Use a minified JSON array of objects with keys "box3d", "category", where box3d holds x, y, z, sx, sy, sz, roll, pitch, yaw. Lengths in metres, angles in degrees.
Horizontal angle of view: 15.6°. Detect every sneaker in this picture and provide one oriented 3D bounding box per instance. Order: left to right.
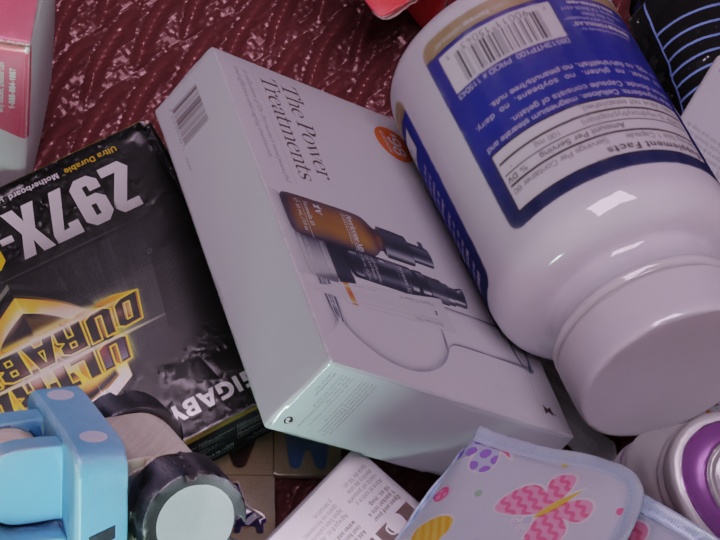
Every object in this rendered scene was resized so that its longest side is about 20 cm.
[{"box3d":[0.173,-0.099,1.341,0.078,0.070,0.200,4,64,8],"category":"sneaker"},{"box3d":[0.188,0.138,1.145,0.075,0.100,0.200,-45,103,-23],"category":"sneaker"}]

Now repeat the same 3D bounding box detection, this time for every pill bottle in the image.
[{"box3d":[0.102,-0.029,1.201,0.120,0.120,0.200,-15,55,-13],"category":"pill bottle"}]

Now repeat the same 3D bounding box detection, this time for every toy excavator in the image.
[{"box3d":[-0.158,0.096,1.111,0.200,0.195,0.100,-7,22,-23],"category":"toy excavator"}]

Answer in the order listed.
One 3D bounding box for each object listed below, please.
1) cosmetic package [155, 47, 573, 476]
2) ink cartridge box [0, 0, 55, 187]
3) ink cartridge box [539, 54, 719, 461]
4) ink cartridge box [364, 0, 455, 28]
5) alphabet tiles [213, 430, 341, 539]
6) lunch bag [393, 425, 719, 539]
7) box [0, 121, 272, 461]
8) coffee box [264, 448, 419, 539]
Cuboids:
[{"box3d":[0.000,0.000,1.207,0.151,0.052,0.200,21,35,-40],"category":"cosmetic package"},{"box3d":[-0.249,-0.112,1.242,0.200,0.147,0.083,10,59,-3],"category":"ink cartridge box"},{"box3d":[0.182,0.021,1.228,0.162,0.050,0.200,41,108,43],"category":"ink cartridge box"},{"box3d":[0.056,-0.202,1.365,0.200,0.067,0.116,-31,73,-19],"category":"ink cartridge box"},{"box3d":[-0.092,0.037,1.275,0.166,0.006,0.200,1,66,-6],"category":"alphabet tiles"},{"box3d":[0.082,0.176,1.050,0.200,0.127,0.170,34,65,15],"category":"lunch bag"},{"box3d":[-0.151,0.040,1.236,0.200,0.049,0.160,-26,68,-13],"category":"box"},{"box3d":[0.040,0.188,1.167,0.200,0.114,0.080,41,67,11],"category":"coffee box"}]
